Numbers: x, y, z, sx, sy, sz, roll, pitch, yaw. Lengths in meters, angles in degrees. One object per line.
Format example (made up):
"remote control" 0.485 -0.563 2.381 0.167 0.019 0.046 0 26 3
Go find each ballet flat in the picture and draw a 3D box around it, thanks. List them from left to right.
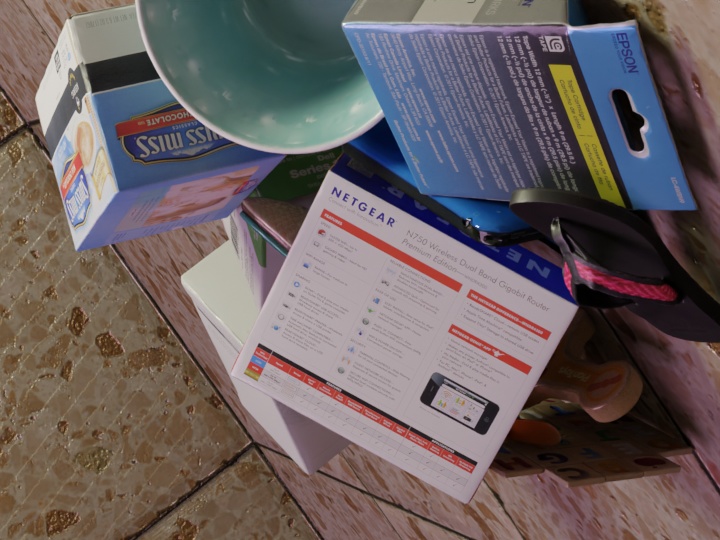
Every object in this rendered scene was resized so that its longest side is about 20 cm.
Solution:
"ballet flat" 0.000 0.000 1.510 0.200 0.062 0.067 42 -178 -4

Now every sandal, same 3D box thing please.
"sandal" 0.164 0.008 1.267 0.075 0.045 0.200 1 152 48

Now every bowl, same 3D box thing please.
"bowl" -0.040 -0.189 1.362 0.201 0.200 0.105 54 -155 -7

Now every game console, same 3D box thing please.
"game console" 0.103 -0.029 1.397 0.200 0.170 0.119 36 133 51

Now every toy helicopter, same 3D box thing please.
"toy helicopter" 0.137 0.084 1.526 0.079 0.132 0.200 49 165 -24

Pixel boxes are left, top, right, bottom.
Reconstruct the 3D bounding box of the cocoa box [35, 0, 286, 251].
"cocoa box" -0.151 -0.107 1.499 0.200 0.132 0.132 144 111 -70

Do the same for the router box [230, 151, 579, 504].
"router box" 0.033 0.042 1.449 0.199 0.180 0.049 29 -155 2

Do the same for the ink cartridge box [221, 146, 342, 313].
"ink cartridge box" -0.074 -0.089 1.644 0.145 0.083 0.201 94 157 -53

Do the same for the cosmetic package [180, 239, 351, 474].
"cosmetic package" -0.025 0.040 1.822 0.123 0.199 0.200 43 165 36

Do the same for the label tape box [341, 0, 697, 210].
"label tape box" 0.105 -0.112 1.228 0.199 0.066 0.144 4 137 34

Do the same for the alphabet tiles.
"alphabet tiles" 0.151 0.127 1.569 0.200 0.165 0.006 -151 61 -61
